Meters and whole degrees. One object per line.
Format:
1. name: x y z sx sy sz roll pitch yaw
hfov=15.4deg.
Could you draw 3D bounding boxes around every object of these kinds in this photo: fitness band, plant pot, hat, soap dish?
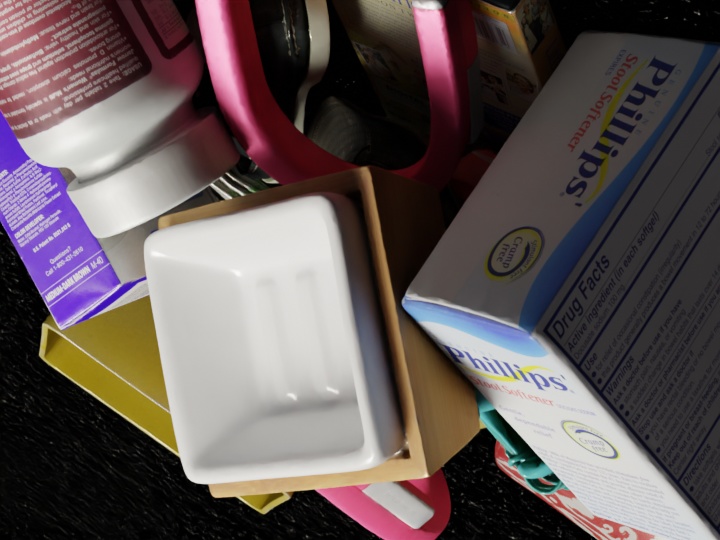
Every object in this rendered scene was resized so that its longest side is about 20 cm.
1. fitness band: -0.015 0.099 1.681 0.200 0.037 0.144 41 -167 -29
2. fitness band: -0.012 -0.112 1.366 0.143 0.037 0.200 8 134 19
3. plant pot: -0.092 0.036 1.855 0.200 0.176 0.200 35 169 -1
4. hat: 0.000 0.000 1.498 0.201 0.081 0.201 47 156 29
5. soap dish: -0.025 0.034 1.393 0.200 0.081 0.158 -11 89 53

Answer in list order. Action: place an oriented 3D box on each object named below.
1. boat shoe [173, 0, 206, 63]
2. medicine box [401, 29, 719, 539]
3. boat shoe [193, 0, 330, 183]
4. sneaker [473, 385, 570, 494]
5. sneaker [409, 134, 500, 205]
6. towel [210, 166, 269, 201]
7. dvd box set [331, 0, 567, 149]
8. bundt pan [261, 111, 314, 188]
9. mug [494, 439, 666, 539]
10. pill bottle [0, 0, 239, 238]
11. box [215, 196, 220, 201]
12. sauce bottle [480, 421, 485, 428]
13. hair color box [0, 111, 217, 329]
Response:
1. boat shoe: -0.089 -0.181 1.467 0.072 0.072 0.200 40 159 5
2. medicine box: 0.150 0.010 1.347 0.103 0.182 0.200 12 152 50
3. boat shoe: -0.064 -0.103 1.493 0.199 0.066 0.075 122 138 -69
4. sneaker: 0.106 0.087 1.443 0.077 0.080 0.200 -14 142 36
5. sneaker: 0.092 0.004 1.502 0.200 0.087 0.074 43 162 -25
6. towel: -0.056 -0.020 1.667 0.200 0.031 0.149 37 165 -13
7. dvd box set: 0.053 -0.118 1.443 0.146 0.029 0.200 25 161 29
8. bundt pan: 0.004 -0.029 1.691 0.202 0.076 0.202 32 162 12
9. mug: 0.198 0.142 1.705 0.200 0.133 0.178 32 161 22
10. pill bottle: -0.151 -0.125 1.409 0.200 0.110 0.110 61 156 -12
11. box: -0.147 -0.040 1.674 0.200 0.032 0.121 15 157 51
12. sauce bottle: 0.102 0.059 1.611 0.200 0.066 0.066 -11 148 11
13. hair color box: -0.166 -0.078 1.510 0.065 0.109 0.200 -35 83 38
